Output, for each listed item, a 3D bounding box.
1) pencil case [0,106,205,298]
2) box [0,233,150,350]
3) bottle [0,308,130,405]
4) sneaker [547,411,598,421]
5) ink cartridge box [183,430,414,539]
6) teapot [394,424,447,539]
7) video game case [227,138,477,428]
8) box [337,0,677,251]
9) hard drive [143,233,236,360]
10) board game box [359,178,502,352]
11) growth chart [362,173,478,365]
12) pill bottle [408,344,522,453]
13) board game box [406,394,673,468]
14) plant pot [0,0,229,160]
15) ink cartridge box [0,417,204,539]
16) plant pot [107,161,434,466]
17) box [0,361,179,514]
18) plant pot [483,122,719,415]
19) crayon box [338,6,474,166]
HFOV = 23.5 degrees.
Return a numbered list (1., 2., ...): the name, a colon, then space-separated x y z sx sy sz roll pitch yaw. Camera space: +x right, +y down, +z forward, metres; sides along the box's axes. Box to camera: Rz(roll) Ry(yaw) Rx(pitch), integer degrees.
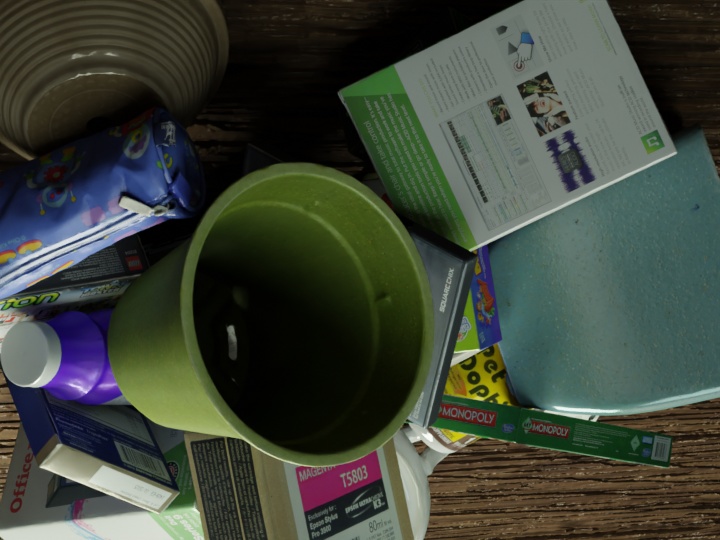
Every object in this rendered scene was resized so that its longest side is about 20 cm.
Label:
1. pencil case: -0.198 -0.038 1.151 0.199 0.087 0.078 -22 129 9
2. box: -0.263 0.025 1.269 0.199 0.035 0.110 -10 158 -37
3. bottle: -0.187 0.066 1.313 0.083 0.066 0.200 -29 162 27
4. sneaker: 0.218 0.096 1.605 0.199 0.076 0.115 -22 149 21
5. ink cartridge box: -0.044 0.184 1.398 0.075 0.166 0.200 -10 -177 32
6. teapot: -0.032 0.199 1.584 0.199 0.146 0.198 23 95 -13
7. video game case: -0.014 0.009 1.258 0.019 0.199 0.144 -29 139 -48
8. box: 0.103 -0.105 1.219 0.199 0.145 0.036 -25 -178 7
9. hard drive: -0.124 0.045 1.435 0.139 0.038 0.200 -17 141 18
10. board game box: 0.000 0.000 1.313 0.199 0.136 0.045 -8 -176 28
11. growth chart: 0.028 0.010 1.425 0.144 0.018 0.200 -36 111 21
12. pill bottle: 0.129 0.069 1.502 0.199 0.110 0.109 -32 137 19
13. board game box: 0.139 0.127 1.390 0.134 0.029 0.199 7 175 45
14. plant pot: -0.184 -0.131 1.189 0.199 0.093 0.202 -8 139 -7
15. ink cartridge box: -0.190 0.161 1.441 0.199 0.146 0.088 -10 142 26
16. plant pot: -0.084 0.042 1.209 0.199 0.202 0.189 17 162 -32
17. box: -0.222 0.099 1.358 0.121 0.200 0.032 30 109 -40
18. plant pot: 0.196 0.013 1.343 0.199 0.198 0.196 -19 -179 9
19. crayon box: 0.098 -0.106 1.336 0.199 0.052 0.126 25 126 -38
